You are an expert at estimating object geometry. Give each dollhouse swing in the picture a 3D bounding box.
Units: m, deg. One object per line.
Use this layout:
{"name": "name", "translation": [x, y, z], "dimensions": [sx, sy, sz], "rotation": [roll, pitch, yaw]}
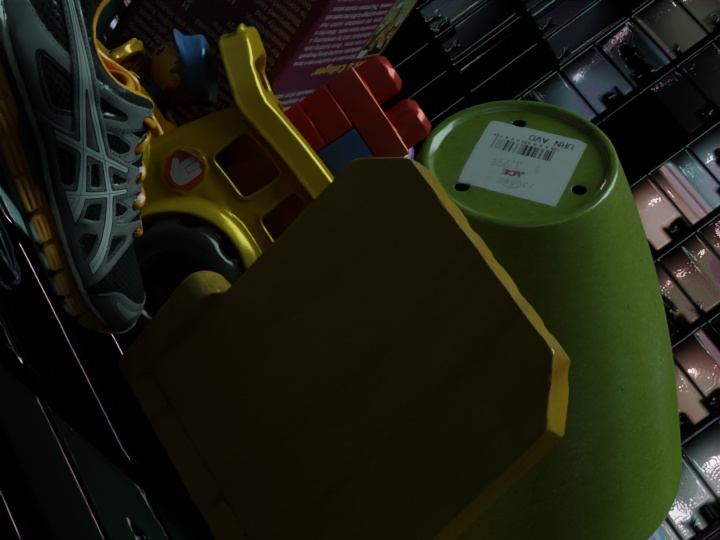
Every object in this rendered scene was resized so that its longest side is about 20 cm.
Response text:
{"name": "dollhouse swing", "translation": [0.017, 0.080, 0.975], "dimensions": [0.200, 0.176, 0.182], "rotation": [55, 3, 35]}

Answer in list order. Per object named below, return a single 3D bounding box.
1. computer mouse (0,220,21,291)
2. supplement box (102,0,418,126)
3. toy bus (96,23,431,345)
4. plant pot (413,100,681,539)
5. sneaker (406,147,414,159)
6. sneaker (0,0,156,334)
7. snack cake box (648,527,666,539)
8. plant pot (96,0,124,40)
{"name": "computer mouse", "translation": [-0.183, -0.061, 0.915], "dimensions": [0.200, 0.034, 0.059], "rotation": [-117, -169, -45]}
{"name": "supplement box", "translation": [-0.052, -0.148, 1.210], "dimensions": [0.103, 0.200, 0.131], "rotation": [42, 23, 13]}
{"name": "toy bus", "translation": [-0.070, -0.061, 1.101], "dimensions": [0.200, 0.192, 0.136], "rotation": [52, 4, -1]}
{"name": "plant pot", "translation": [0.073, 0.022, 1.045], "dimensions": [0.187, 0.187, 0.200], "rotation": [-124, -157, -43]}
{"name": "sneaker", "translation": [0.000, 0.000, 1.233], "dimensions": [0.080, 0.088, 0.200], "rotation": [28, -48, 42]}
{"name": "sneaker", "translation": [-0.127, -0.055, 0.966], "dimensions": [0.078, 0.077, 0.200], "rotation": [-125, -164, -51]}
{"name": "snack cake box", "translation": [0.096, 0.143, 1.166], "dimensions": [0.067, 0.115, 0.200], "rotation": [38, 18, -34]}
{"name": "plant pot", "translation": [-0.173, -0.246, 1.159], "dimensions": [0.200, 0.188, 0.200], "rotation": [38, 2, -2]}
